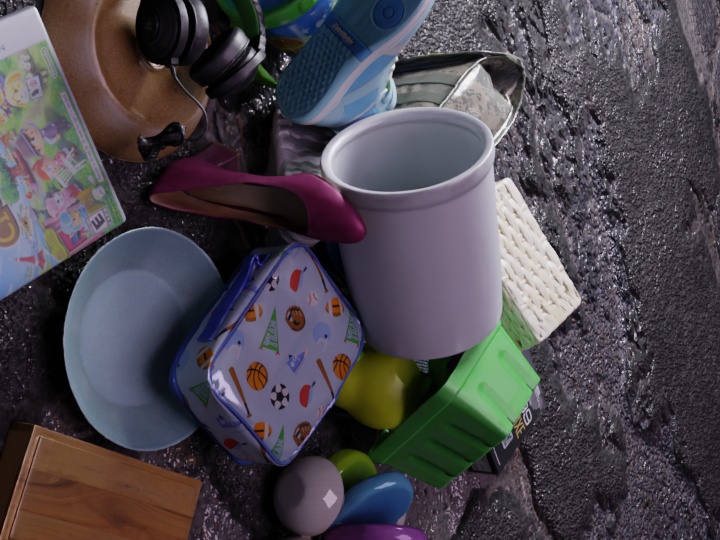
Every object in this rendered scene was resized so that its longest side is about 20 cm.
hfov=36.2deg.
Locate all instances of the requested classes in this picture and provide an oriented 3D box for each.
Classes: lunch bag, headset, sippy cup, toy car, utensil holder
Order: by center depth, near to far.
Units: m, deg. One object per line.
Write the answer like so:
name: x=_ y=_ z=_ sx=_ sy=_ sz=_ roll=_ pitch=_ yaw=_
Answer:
headset: x=-0.154 y=-0.195 z=0.993 sx=0.123 sy=0.094 sz=0.201 roll=28 pitch=55 yaw=-35
lunch bag: x=-0.087 y=0.073 z=1.053 sx=0.160 sy=0.075 sz=0.200 roll=53 pitch=49 yaw=-29
utensil holder: x=0.056 y=-0.036 z=1.104 sx=0.170 sy=0.169 sz=0.201 roll=-46 pitch=139 yaw=-42
sippy cup: x=-0.059 y=-0.278 z=1.122 sx=0.130 sy=0.178 sz=0.140 roll=39 pitch=18 yaw=-56
toy car: x=-0.002 y=0.290 z=1.154 sx=0.175 sy=0.149 sz=0.201 roll=27 pitch=68 yaw=-48
lunch bag: x=0.079 y=-0.184 z=1.256 sx=0.200 sy=0.163 sz=0.118 roll=-54 pitch=130 yaw=-37

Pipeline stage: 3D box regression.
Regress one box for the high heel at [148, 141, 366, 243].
high heel: x=-0.096 y=-0.053 z=1.020 sx=0.096 sy=0.199 sz=0.068 roll=-45 pitch=147 yaw=-40

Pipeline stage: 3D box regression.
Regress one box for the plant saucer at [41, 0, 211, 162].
plant saucer: x=-0.199 y=-0.201 z=1.008 sx=0.200 sy=0.035 sz=0.201 roll=1 pitch=89 yaw=-52

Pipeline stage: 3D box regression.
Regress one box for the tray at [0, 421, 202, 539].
tray: x=-0.229 y=0.208 z=0.961 sx=0.200 sy=0.037 sz=0.099 roll=32 pitch=65 yaw=-46

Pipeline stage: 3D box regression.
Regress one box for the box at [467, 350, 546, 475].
box: x=0.169 y=0.142 z=1.454 sx=0.158 sy=0.050 sz=0.201 roll=-42 pitch=121 yaw=-44

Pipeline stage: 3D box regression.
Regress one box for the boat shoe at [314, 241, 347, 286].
boat shoe: x=0.000 y=0.000 z=1.235 sx=0.200 sy=0.068 sz=0.084 roll=43 pitch=70 yaw=-48

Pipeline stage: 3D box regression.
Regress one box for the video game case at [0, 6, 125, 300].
video game case: x=-0.295 y=-0.089 z=0.890 sx=0.182 sy=0.022 sz=0.201 roll=-40 pitch=120 yaw=-42

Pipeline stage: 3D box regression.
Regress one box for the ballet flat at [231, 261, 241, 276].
ballet flat: x=-0.086 y=0.084 z=1.135 sx=0.067 sy=0.046 sz=0.201 roll=-31 pitch=113 yaw=-48

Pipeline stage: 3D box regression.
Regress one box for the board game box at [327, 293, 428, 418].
board game box: x=0.016 y=0.109 z=1.278 sx=0.200 sy=0.028 sz=0.136 roll=19 pitch=76 yaw=-50

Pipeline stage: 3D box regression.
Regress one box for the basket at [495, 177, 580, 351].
basket: x=0.159 y=0.004 z=1.340 sx=0.135 sy=0.123 sz=0.201 roll=-36 pitch=97 yaw=-45

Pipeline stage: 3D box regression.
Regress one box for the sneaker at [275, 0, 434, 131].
sneaker: x=0.016 y=-0.217 z=1.103 sx=0.080 sy=0.200 sz=0.130 roll=58 pitch=21 yaw=22

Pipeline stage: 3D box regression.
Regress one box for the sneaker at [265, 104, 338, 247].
sneaker: x=-0.075 y=-0.103 z=1.144 sx=0.074 sy=0.082 sz=0.201 roll=21 pitch=53 yaw=-24

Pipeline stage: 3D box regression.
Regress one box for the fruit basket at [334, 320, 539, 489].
fruit basket: x=0.059 y=0.125 z=1.194 sx=0.156 sy=0.215 sz=0.216 roll=-51 pitch=127 yaw=-39

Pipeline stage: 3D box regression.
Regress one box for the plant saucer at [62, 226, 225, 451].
plant saucer: x=-0.198 y=0.061 z=1.002 sx=0.201 sy=0.039 sz=0.202 roll=0 pitch=90 yaw=-52
